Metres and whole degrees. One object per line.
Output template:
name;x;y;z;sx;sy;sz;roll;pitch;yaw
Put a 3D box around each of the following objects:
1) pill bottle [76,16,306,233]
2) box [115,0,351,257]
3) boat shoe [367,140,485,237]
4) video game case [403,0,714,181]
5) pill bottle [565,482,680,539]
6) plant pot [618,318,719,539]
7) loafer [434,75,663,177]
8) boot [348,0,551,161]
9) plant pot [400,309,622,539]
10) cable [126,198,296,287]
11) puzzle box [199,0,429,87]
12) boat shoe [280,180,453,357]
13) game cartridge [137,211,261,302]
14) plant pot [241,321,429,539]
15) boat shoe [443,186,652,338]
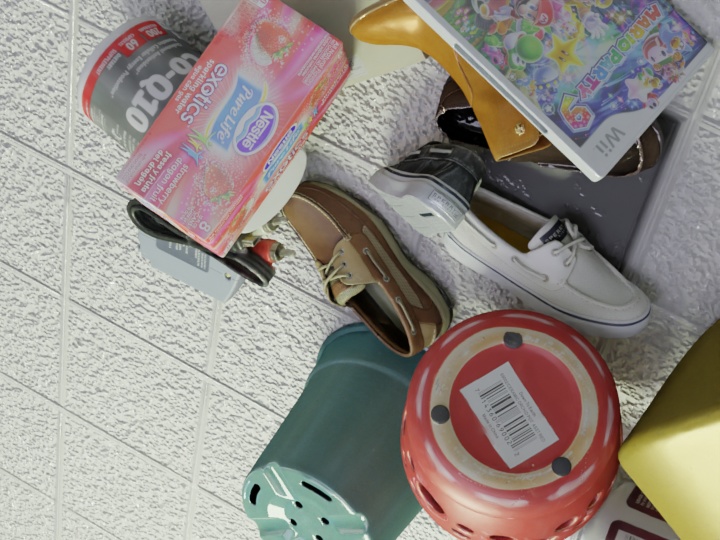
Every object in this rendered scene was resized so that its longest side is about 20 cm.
pill bottle;-0.152;-0.132;1.408;0.200;0.114;0.114;39;139;17
box;-0.103;-0.123;1.289;0.095;0.200;0.103;34;175;8
boat shoe;0.065;-0.074;1.328;0.072;0.071;0.200;42;174;-15
video game case;0.149;-0.184;1.153;0.200;0.143;0.018;43;165;-3
pill bottle;0.278;0.268;1.449;0.200;0.114;0.114;21;134;21
plant pot;0.331;0.138;1.258;0.194;0.196;0.200;51;144;-10
loafer;0.148;-0.109;1.262;0.200;0.071;0.073;13;131;27
boot;0.090;-0.156;1.216;0.201;0.071;0.144;-11;87;26
plant pot;0.134;0.135;1.340;0.200;0.201;0.183;31;166;11
cable;-0.144;-0.038;1.521;0.200;0.050;0.097;12;139;44
puzzle box;-0.042;-0.220;1.342;0.200;0.025;0.133;-12;117;41
boat shoe;0.000;0.000;1.457;0.200;0.074;0.076;43;138;1
game cartridge;-0.161;-0.064;1.553;0.133;0.042;0.200;23;135;13
plant pot;-0.005;0.189;1.531;0.200;0.196;0.200;20;135;21
boat shoe;0.164;-0.013;1.337;0.200;0.071;0.070;31;140;20
